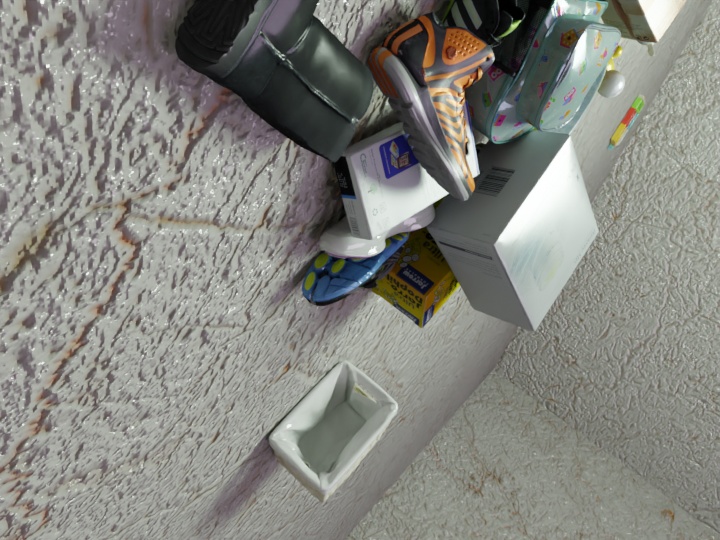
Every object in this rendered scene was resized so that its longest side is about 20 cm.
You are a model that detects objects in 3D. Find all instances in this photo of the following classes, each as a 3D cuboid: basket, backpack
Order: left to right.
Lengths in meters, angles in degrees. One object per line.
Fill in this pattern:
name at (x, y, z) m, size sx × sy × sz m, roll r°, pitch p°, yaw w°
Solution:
basket at (-0.048, 0.284, 1.043) m, size 0.200 × 0.135 × 0.124 m, roll -42°, pitch 160°, yaw -30°
backpack at (0.211, -0.255, 0.748) m, size 0.175 × 0.153 × 0.200 m, roll -24°, pitch 155°, yaw -47°

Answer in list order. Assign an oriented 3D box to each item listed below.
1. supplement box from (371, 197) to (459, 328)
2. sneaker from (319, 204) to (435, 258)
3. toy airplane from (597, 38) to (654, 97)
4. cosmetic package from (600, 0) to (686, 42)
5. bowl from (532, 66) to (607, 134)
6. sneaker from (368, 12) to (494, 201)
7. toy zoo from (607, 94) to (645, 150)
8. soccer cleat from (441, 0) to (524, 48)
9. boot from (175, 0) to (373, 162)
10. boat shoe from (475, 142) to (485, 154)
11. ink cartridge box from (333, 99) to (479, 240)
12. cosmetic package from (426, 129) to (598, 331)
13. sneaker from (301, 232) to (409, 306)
supplement box at (0.120, -0.029, 0.955) m, size 0.200 × 0.109 × 0.110 m, roll -46°, pitch 158°, yaw -22°
sneaker at (0.019, -0.080, 0.742) m, size 0.200 × 0.074 × 0.100 m, roll -32°, pitch 128°, yaw -42°
toy airplane at (0.389, -0.353, 0.993) m, size 0.198 × 0.142 × 0.200 m, roll -22°, pitch 161°, yaw -22°
cosmetic package at (0.371, -0.421, 0.819) m, size 0.199 × 0.087 × 0.104 m, roll 28°, pitch 97°, yaw -43°
bowl at (0.276, -0.268, 0.922) m, size 0.200 × 0.107 × 0.201 m, roll -42°, pitch 157°, yaw -23°
sneaker at (0.100, -0.172, 0.623) m, size 0.112 × 0.078 × 0.200 m, roll -39°, pitch 128°, yaw -5°
toy zoo at (0.942, -0.518, 2.115) m, size 0.131 × 0.020 × 0.201 m, roll -9°, pitch 131°, yaw -62°
soccer cleat at (0.125, -0.260, 0.646) m, size 0.067 × 0.081 × 0.201 m, roll -36°, pitch 155°, yaw -40°
boot at (-0.028, -0.181, 0.457) m, size 0.165 × 0.066 × 0.200 m, roll -49°, pitch 157°, yaw 9°
boat shoe at (0.204, -0.143, 1.016) m, size 0.062 × 0.074 × 0.200 m, roll -54°, pitch 165°, yaw -18°
ink cartridge box at (0.059, -0.122, 0.695) m, size 0.199 × 0.039 × 0.100 m, roll -31°, pitch 117°, yaw -33°
cosmetic package at (0.226, -0.059, 0.858) m, size 0.200 × 0.122 × 0.200 m, roll -52°, pitch 134°, yaw -17°
sneaker at (0.000, 0.000, 0.792) m, size 0.199 × 0.070 × 0.083 m, roll -36°, pitch 147°, yaw -47°
